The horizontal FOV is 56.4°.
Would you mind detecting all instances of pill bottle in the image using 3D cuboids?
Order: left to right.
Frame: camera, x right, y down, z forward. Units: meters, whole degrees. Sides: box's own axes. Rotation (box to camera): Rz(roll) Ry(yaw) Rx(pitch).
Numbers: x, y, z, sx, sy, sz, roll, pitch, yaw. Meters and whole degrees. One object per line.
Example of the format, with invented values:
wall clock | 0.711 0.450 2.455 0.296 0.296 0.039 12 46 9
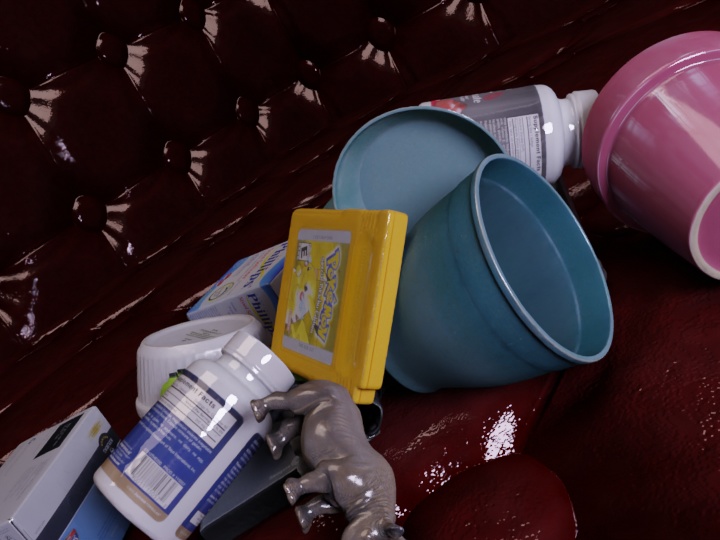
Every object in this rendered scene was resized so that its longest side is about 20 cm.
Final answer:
pill bottle | -0.160 0.163 0.679 0.201 0.111 0.110 -50 24 -20
pill bottle | 0.166 -0.146 0.757 0.196 0.113 0.111 -7 22 7

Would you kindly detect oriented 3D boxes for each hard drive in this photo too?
hard drive | -0.112 0.206 0.754 0.138 0.033 0.200 -31 18 -2

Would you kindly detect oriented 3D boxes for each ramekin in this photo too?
ramekin | -0.212 0.126 0.917 0.198 0.096 0.202 -10 9 2

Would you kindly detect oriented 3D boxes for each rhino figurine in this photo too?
rhino figurine | -0.018 0.173 0.552 0.086 0.060 0.201 -25 51 -10

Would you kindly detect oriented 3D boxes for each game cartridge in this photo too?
game cartridge | -0.030 0.026 0.684 0.032 0.180 0.199 9 -1 -30

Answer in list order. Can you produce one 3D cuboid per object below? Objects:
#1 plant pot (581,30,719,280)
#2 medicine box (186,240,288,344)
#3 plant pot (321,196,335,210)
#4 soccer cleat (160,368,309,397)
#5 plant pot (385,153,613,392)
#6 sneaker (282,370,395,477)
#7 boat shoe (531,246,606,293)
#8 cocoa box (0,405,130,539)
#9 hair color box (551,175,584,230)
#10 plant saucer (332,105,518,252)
plant pot | 0.328 -0.095 0.623 0.197 0.201 0.180 -25 33 15
medicine box | -0.163 0.043 1.154 0.197 0.104 0.183 -20 21 32
plant pot | 0.000 0.000 0.845 0.134 0.202 0.200 -24 17 43
soccer cleat | -0.137 0.153 0.786 0.195 0.083 0.067 -5 1 9
plant pot | 0.107 0.025 0.651 0.187 0.201 0.201 -33 13 38
sneaker | -0.002 0.138 0.693 0.198 0.061 0.103 -26 22 -32
boat shoe | 0.184 0.018 0.766 0.198 0.056 0.068 -15 58 49
cocoa box | -0.357 0.285 0.774 0.132 0.133 0.201 -26 18 13
hair color box | 0.178 -0.052 0.865 0.198 0.100 0.061 -9 25 48
plant saucer | 0.068 -0.084 0.717 0.197 0.202 0.036 -22 26 24
